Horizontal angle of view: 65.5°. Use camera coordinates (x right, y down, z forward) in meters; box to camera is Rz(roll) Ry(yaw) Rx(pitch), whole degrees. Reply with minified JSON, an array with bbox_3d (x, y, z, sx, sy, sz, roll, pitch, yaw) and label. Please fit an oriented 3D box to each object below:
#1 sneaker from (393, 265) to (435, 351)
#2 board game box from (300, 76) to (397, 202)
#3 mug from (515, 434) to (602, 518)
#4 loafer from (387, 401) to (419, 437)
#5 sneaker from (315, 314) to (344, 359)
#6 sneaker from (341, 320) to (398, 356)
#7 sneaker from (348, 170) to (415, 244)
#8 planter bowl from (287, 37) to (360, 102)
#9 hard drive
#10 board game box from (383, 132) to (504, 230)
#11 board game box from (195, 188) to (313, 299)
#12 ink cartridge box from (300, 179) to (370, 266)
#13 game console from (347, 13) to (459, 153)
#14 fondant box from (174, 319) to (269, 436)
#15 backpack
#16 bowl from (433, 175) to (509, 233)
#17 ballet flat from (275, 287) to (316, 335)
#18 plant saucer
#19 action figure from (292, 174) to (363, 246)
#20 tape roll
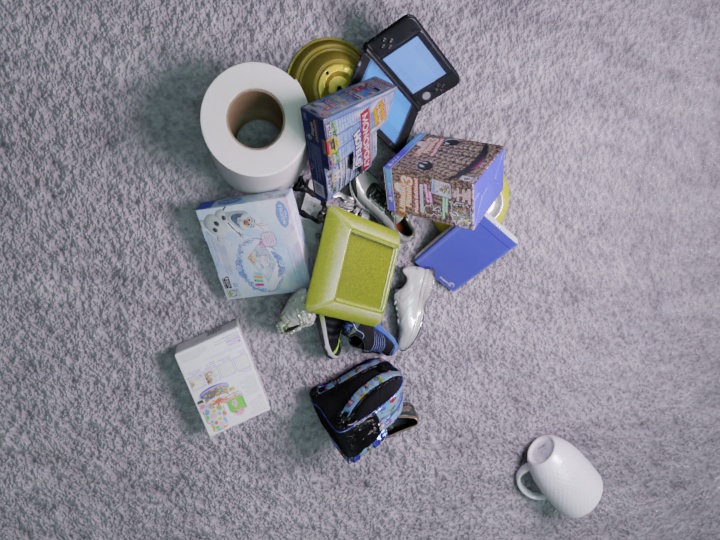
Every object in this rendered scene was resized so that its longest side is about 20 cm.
[{"bbox_3d":[0.112,0.084,1.285,0.084,0.075,0.208,15,101,5],"label":"sneaker"},{"bbox_3d":[-0.012,-0.254,1.030,0.200,0.061,0.204,-44,150,-26],"label":"board game box"},{"bbox_3d":[0.501,0.536,1.465,0.198,0.149,0.176,-37,106,28],"label":"mug"},{"bbox_3d":[0.047,0.368,1.326,0.193,0.063,0.075,-18,107,-11],"label":"loafer"},{"bbox_3d":[-0.053,0.110,1.204,0.080,0.073,0.205,-13,129,0],"label":"sneaker"},{"bbox_3d":[0.018,0.150,1.231,0.079,0.069,0.201,-53,138,-14],"label":"sneaker"},{"bbox_3d":[0.051,-0.140,1.192,0.201,0.078,0.075,50,64,-22],"label":"sneaker"},{"bbox_3d":[-0.050,-0.361,1.118,0.192,0.083,0.209,-4,103,-15],"label":"planter bowl"},{"bbox_3d":[0.231,-0.044,1.240,0.130,0.026,0.199,34,130,-19],"label":"hard drive"},{"bbox_3d":[0.169,-0.184,1.120,0.160,0.194,0.099,-47,141,-38],"label":"board game box"},{"bbox_3d":[-0.202,-0.047,1.107,0.191,0.044,0.206,-5,119,14],"label":"board game box"},{"bbox_3d":[-0.075,-0.068,1.209,0.156,0.050,0.208,19,82,-19],"label":"ink cartridge box"},{"bbox_3d":[0.087,-0.358,1.102,0.167,0.122,0.198,-21,145,33],"label":"game console"},{"bbox_3d":[-0.293,0.230,1.199,0.140,0.058,0.207,-21,107,-10],"label":"fondant box"},{"bbox_3d":[0.009,0.298,1.246,0.196,0.181,0.138,-31,118,-19],"label":"backpack"},{"bbox_3d":[0.258,-0.157,1.242,0.192,0.108,0.209,-3,103,-15],"label":"bowl"},{"bbox_3d":[-0.136,0.097,1.142,0.069,0.200,0.075,5,70,-14],"label":"ballet flat"},{"bbox_3d":[0.000,0.000,1.099,0.196,0.047,0.208,16,87,-40],"label":"plant saucer"},{"bbox_3d":[-0.059,-0.101,1.137,0.196,0.102,0.122,29,91,-16],"label":"action figure"},{"bbox_3d":[-0.190,-0.256,1.041,0.194,0.139,0.212,1,83,-8],"label":"tape roll"}]
